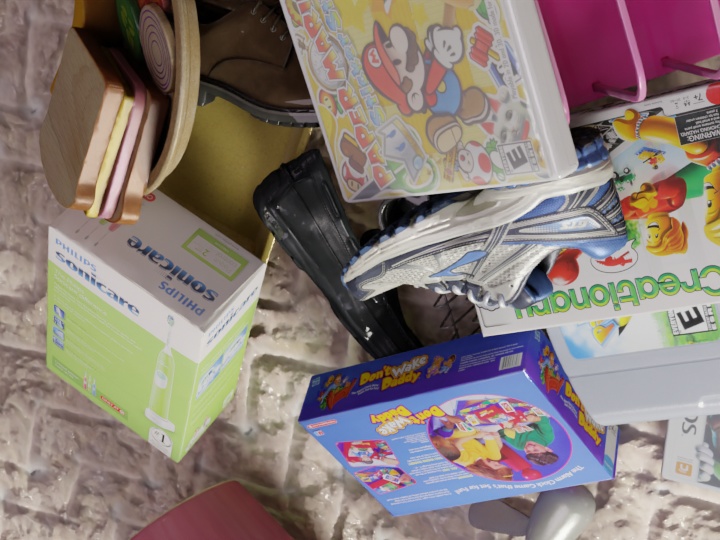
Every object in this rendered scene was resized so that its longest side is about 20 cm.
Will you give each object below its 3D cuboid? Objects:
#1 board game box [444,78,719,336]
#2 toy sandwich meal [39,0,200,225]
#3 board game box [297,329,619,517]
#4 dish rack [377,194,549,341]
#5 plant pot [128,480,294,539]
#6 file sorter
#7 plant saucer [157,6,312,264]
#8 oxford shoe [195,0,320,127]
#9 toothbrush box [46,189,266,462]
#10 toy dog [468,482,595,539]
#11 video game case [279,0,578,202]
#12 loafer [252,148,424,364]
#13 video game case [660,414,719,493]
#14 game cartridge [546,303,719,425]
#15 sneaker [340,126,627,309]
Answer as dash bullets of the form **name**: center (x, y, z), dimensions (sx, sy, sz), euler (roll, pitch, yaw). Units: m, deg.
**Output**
- **board game box**: center (0.150, -0.036, 0.792), dimensions (0.198, 0.035, 0.128), euler (-11, 101, 34)
- **toy sandwich meal**: center (-0.175, -0.140, 0.897), dimensions (0.204, 0.069, 0.208), euler (9, 101, 60)
- **board game box**: center (0.072, 0.115, 0.956), dimensions (0.198, 0.045, 0.135), euler (-17, 130, 34)
- **dish rack**: center (0.114, 0.019, 0.931), dimensions (0.152, 0.055, 0.202), euler (-12, 104, 31)
- **plant pot**: center (-0.110, 0.286, 1.082), dimensions (0.200, 0.199, 0.180), euler (-45, 71, 32)
- **file sorter**: center (0.172, -0.176, 0.731), dimensions (0.198, 0.125, 0.141), euler (-20, 103, -2)
- **plant saucer**: center (-0.127, -0.112, 1.002), dimensions (0.199, 0.048, 0.202), euler (29, 119, 13)
- **oxford shoe**: center (-0.056, -0.148, 0.882), dimensions (0.198, 0.073, 0.085), euler (16, 114, 20)
- **toothbrush box**: center (-0.167, 0.038, 1.022), dimensions (0.145, 0.086, 0.201), euler (33, 145, 11)
- **toy dog**: center (0.119, 0.244, 1.014), dimensions (0.199, 0.096, 0.133), euler (-34, 90, 18)
- **video game case**: center (0.023, -0.141, 0.726), dimensions (0.181, 0.023, 0.202), euler (-2, 111, 50)
- **loafer**: center (0.000, 0.000, 0.959), dimensions (0.070, 0.068, 0.201), euler (-37, 113, 1)
- **video game case**: center (0.307, 0.092, 0.861), dimensions (0.198, 0.023, 0.184), euler (13, 127, 21)
- **game cartridge**: center (0.176, 0.002, 0.833), dimensions (0.132, 0.040, 0.202), euler (-11, 101, 37)
- **sneaker**: center (0.073, -0.009, 0.784), dimensions (0.199, 0.077, 0.086), euler (-23, 97, 36)
